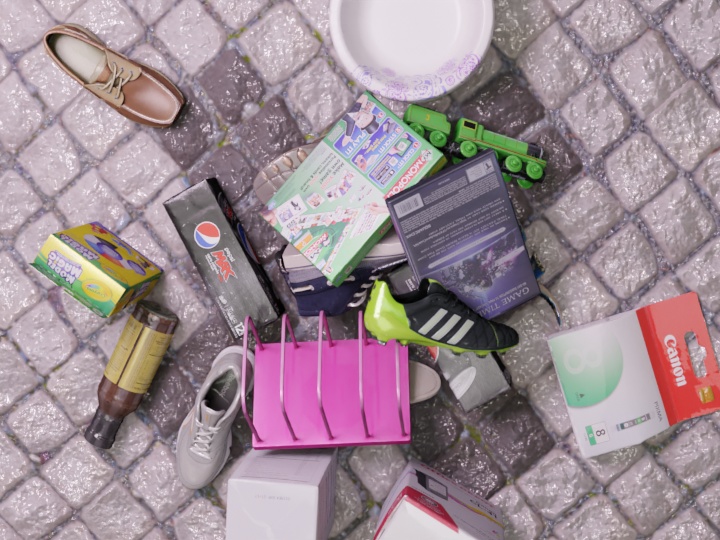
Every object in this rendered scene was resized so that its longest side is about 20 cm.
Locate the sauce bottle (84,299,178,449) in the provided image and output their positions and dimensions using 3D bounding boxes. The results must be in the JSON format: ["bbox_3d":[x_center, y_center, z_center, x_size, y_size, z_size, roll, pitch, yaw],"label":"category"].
[{"bbox_3d":[-0.306,0.138,1.612,0.064,0.065,0.201,28,99,2],"label":"sauce bottle"}]

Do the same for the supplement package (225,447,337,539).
[{"bbox_3d":[-0.094,0.291,1.539,0.112,0.200,0.111,4,97,6],"label":"supplement package"}]

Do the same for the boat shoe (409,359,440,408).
[{"bbox_3d":[0.006,0.163,1.596,0.198,0.073,0.063,-7,139,1],"label":"boat shoe"}]

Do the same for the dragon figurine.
[{"bbox_3d":[0.176,-0.001,1.542,0.099,0.059,0.201,-28,113,8],"label":"dragon figurine"}]

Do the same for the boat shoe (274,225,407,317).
[{"bbox_3d":[0.000,0.000,1.513,0.198,0.075,0.094,-7,115,17],"label":"boat shoe"}]

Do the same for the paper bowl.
[{"bbox_3d":[0.065,-0.307,1.499,0.198,0.104,0.203,1,97,6],"label":"paper bowl"}]

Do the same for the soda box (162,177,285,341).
[{"bbox_3d":[-0.174,-0.016,1.579,0.070,0.063,0.201,-27,94,8],"label":"soda box"}]

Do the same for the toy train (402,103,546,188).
[{"bbox_3d":[0.140,-0.156,1.523,0.198,0.042,0.057,16,65,-12],"label":"toy train"}]

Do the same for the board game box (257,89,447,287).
[{"bbox_3d":[-0.010,-0.099,1.468,0.134,0.029,0.200,42,90,22],"label":"board game box"}]

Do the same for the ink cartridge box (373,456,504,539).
[{"bbox_3d":[0.099,0.322,1.523,0.147,0.200,0.086,30,98,1],"label":"ink cartridge box"}]

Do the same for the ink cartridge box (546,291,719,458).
[{"bbox_3d":[0.352,0.132,1.552,0.198,0.050,0.162,-17,95,10],"label":"ink cartridge box"}]

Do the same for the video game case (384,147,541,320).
[{"bbox_3d":[0.125,-0.027,1.465,0.142,0.019,0.201,-26,116,-9],"label":"video game case"}]

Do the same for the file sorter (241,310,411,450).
[{"bbox_3d":[-0.042,0.129,1.507,0.198,0.126,0.140,-3,62,5],"label":"file sorter"}]

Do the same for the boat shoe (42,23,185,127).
[{"bbox_3d":[-0.321,-0.245,1.561,0.199,0.074,0.076,30,99,2],"label":"boat shoe"}]

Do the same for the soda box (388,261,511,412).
[{"bbox_3d":[0.113,0.073,1.553,0.070,0.063,0.201,-30,92,8],"label":"soda box"}]

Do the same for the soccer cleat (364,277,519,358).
[{"bbox_3d":[0.101,0.054,1.442,0.198,0.067,0.082,8,97,-20],"label":"soccer cleat"}]

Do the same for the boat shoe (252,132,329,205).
[{"bbox_3d":[-0.040,-0.134,1.548,0.198,0.073,0.075,-23,97,2],"label":"boat shoe"}]

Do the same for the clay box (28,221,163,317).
[{"bbox_3d":[-0.326,-0.003,1.528,0.114,0.200,0.048,36,99,0],"label":"clay box"}]

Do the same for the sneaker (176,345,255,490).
[{"bbox_3d":[-0.197,0.196,1.593,0.075,0.092,0.202,21,99,4],"label":"sneaker"}]
